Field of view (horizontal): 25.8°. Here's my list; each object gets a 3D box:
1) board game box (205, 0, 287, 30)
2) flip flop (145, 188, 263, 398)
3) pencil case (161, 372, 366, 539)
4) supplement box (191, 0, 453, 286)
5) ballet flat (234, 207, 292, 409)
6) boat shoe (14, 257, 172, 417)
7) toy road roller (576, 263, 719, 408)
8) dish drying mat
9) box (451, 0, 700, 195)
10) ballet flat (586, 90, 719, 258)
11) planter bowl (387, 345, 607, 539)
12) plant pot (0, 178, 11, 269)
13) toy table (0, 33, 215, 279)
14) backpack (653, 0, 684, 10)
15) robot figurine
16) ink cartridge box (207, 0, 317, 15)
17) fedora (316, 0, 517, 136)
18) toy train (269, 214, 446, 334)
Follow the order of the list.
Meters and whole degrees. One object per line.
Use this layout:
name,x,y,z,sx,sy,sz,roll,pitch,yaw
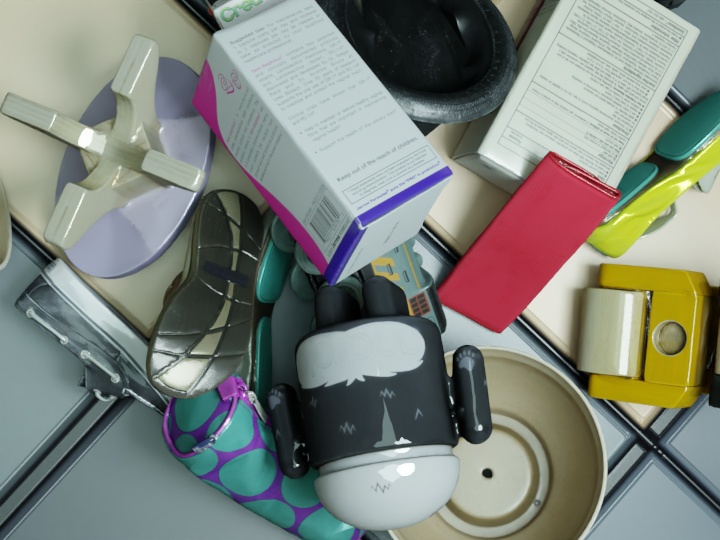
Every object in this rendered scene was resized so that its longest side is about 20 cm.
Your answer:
board game box,-0.038,-0.266,1.347,0.200,0.126,0.035,-30,109,0
flip flop,-0.133,0.022,1.327,0.081,0.058,0.200,25,55,-23
pencil case,-0.073,0.165,1.352,0.092,0.085,0.200,-32,129,26
supplement box,-0.034,-0.107,1.265,0.103,0.101,0.200,-31,76,-29
ballet flat,-0.103,0.032,1.394,0.064,0.067,0.200,7,87,17
boat shoe,-0.216,0.081,1.371,0.068,0.072,0.200,-45,97,-4
toy road roller,0.311,0.064,1.443,0.200,0.146,0.123,6,90,29
dish drying mat,0.144,-0.021,1.385,0.077,0.200,0.018,27,42,-11
box,0.190,-0.156,1.411,0.128,0.109,0.200,30,86,-10
ballet flat,0.288,-0.086,1.458,0.200,0.067,0.067,-40,117,-4
planter bowl,0.112,0.175,1.377,0.200,0.135,0.200,-1,78,6
plant pot,-0.421,-0.057,1.298,0.200,0.187,0.187,-18,93,6
toy table,-0.203,-0.095,1.330,0.184,0.117,0.200,11,85,11
backpack,0.237,-0.327,1.398,0.127,0.167,0.200,-44,90,-1
robot figurine,0.014,0.109,1.271,0.125,0.150,0.200,1,74,-36
ink cartridge box,-0.066,-0.335,1.402,0.160,0.047,0.200,-5,90,-8
fedora,0.040,-0.182,1.376,0.200,0.092,0.201,10,51,-12
toy train,0.000,0.000,1.374,0.114,0.085,0.200,-29,119,-14
